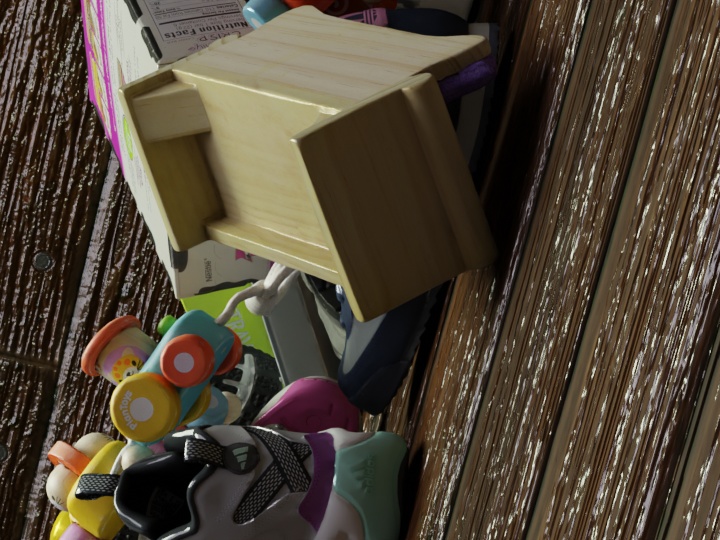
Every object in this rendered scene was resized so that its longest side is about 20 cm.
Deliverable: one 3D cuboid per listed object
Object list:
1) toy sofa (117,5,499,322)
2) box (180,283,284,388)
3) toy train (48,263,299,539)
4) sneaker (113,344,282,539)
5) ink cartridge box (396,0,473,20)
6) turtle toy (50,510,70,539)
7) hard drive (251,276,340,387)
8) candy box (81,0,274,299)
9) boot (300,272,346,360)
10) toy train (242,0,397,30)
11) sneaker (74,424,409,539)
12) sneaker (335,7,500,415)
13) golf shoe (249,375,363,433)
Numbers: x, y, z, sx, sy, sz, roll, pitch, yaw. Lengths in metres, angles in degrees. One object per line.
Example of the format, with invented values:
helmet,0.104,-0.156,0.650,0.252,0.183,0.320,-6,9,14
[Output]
toy sofa,-0.014,-0.048,1.248,0.200,0.098,0.083,18,131,62
box,-0.068,0.031,1.785,0.122,0.048,0.200,-103,-6,-49
toy train,-0.099,0.060,1.454,0.150,0.056,0.200,-49,-9,-41
sneaker,-0.098,0.122,1.640,0.080,0.074,0.200,92,-161,-49
ink cartridge box,0.019,-0.169,1.605,0.200,0.083,0.147,108,174,-46
turtle toy,-0.100,0.167,1.770,0.101,0.146,0.200,-49,-27,-40
hard drive,-0.037,0.016,1.737,0.200,0.027,0.132,-92,-15,-78
candy box,-0.092,-0.098,1.499,0.200,0.061,0.136,-117,20,-52
boot,0.000,0.000,1.539,0.200,0.068,0.131,-109,7,-52
toy train,0.022,-0.162,1.406,0.200,0.056,0.150,-47,3,-17
sneaker,-0.062,0.117,1.369,0.200,0.140,0.078,110,168,-58
sneaker,0.004,-0.030,1.374,0.070,0.082,0.200,-93,16,-67
golf shoe,-0.041,0.123,1.579,0.092,0.075,0.200,-77,4,-54
